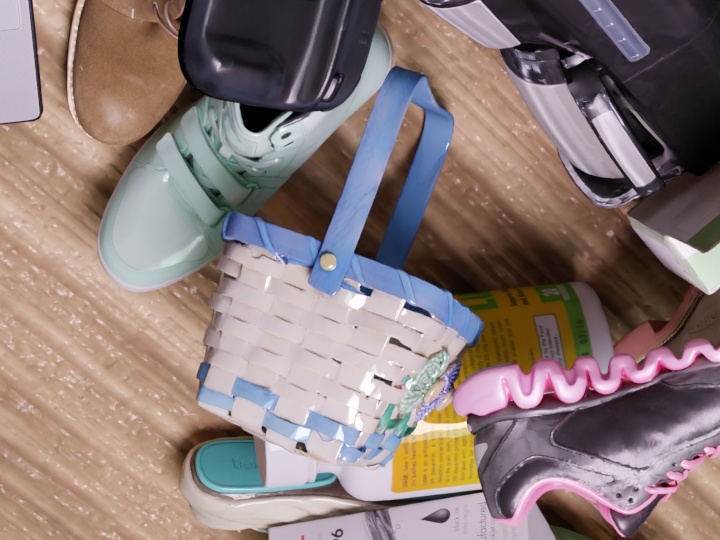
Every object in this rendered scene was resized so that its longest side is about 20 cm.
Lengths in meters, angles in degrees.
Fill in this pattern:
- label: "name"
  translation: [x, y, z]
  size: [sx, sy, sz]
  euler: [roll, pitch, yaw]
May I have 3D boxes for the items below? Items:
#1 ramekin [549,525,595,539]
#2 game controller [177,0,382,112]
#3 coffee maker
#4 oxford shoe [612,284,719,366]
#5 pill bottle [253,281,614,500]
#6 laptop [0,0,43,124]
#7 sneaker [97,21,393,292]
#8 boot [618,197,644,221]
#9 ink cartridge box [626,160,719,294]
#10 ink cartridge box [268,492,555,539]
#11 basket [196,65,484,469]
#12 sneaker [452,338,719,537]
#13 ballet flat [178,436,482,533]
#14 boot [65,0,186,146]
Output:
- label: "ramekin"
  translation: [0.115, 0.252, 1.605]
  size: [0.097, 0.200, 0.200]
  euler: [28, 115, -19]
- label: "game controller"
  translation: [-0.025, -0.175, 1.273]
  size: [0.104, 0.042, 0.201]
  euler: [9, 101, -29]
- label: "coffee maker"
  translation: [0.137, -0.157, 1.352]
  size: [0.192, 0.135, 0.200]
  euler: [-46, 138, -1]
- label: "oxford shoe"
  translation: [0.206, 0.044, 1.449]
  size: [0.070, 0.074, 0.200]
  euler: [-1, 155, -26]
- label: "pill bottle"
  translation: [0.039, 0.071, 1.510]
  size: [0.198, 0.111, 0.112]
  euler: [-6, 126, -8]
- label: "laptop"
  translation: [-0.259, -0.117, 1.315]
  size: [0.198, 0.116, 0.188]
  euler: [-6, 126, -7]
- label: "sneaker"
  translation: [-0.075, -0.066, 1.381]
  size: [0.200, 0.118, 0.074]
  euler: [-43, 83, 11]
- label: "boot"
  translation: [0.238, -0.036, 1.509]
  size: [0.199, 0.075, 0.108]
  euler: [17, 114, -29]
- label: "ink cartridge box"
  translation: [0.220, -0.048, 1.358]
  size: [0.145, 0.200, 0.048]
  euler: [-39, 101, 1]
- label: "ink cartridge box"
  translation: [0.011, 0.203, 1.525]
  size: [0.199, 0.117, 0.068]
  euler: [-12, 144, 16]
- label: "basket"
  translation: [0.000, 0.000, 1.388]
  size: [0.138, 0.176, 0.201]
  euler: [17, 88, 11]
- label: "sneaker"
  translation: [0.150, 0.088, 1.373]
  size: [0.198, 0.096, 0.079]
  euler: [-8, 165, 7]
- label: "ballet flat"
  translation: [-0.009, 0.130, 1.575]
  size: [0.198, 0.070, 0.070]
  euler: [2, 124, -6]
- label: "boot"
  translation: [-0.097, -0.137, 1.361]
  size: [0.073, 0.076, 0.201]
  euler: [16, 121, -24]
